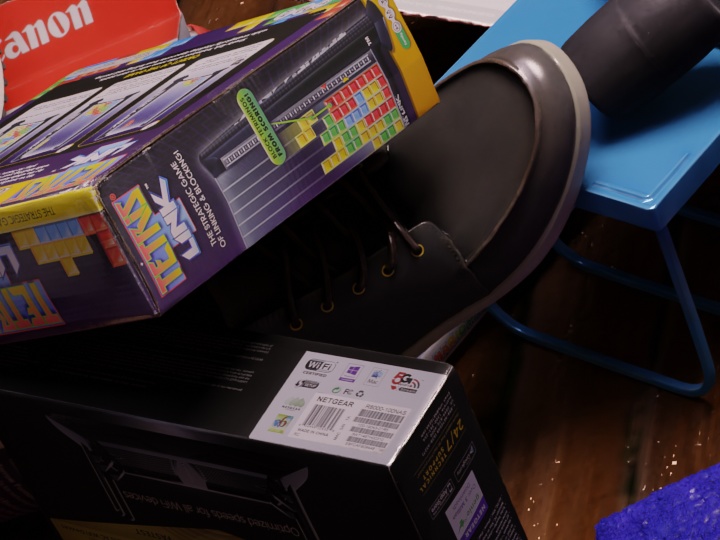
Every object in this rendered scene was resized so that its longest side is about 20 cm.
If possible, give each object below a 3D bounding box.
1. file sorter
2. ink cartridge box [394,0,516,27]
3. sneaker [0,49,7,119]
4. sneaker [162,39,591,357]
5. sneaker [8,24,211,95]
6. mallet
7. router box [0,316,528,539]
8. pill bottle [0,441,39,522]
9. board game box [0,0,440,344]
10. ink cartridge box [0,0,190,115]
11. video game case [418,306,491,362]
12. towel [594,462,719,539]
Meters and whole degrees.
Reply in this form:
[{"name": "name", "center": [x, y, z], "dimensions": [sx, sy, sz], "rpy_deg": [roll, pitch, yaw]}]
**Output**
[{"name": "file sorter", "center": [0.141, -0.063, 1.111], "dimensions": [0.138, 0.123, 0.200], "rpy_deg": [19, 55, 41]}, {"name": "ink cartridge box", "center": [0.000, -0.134, 1.224], "dimensions": [0.159, 0.048, 0.200], "rpy_deg": [8, 23, 4]}, {"name": "sneaker", "center": [-0.222, -0.135, 1.194], "dimensions": [0.070, 0.093, 0.201], "rpy_deg": [-22, 67, 24]}, {"name": "sneaker", "center": [0.002, -0.010, 1.015], "dimensions": [0.200, 0.106, 0.075], "rpy_deg": [-50, 61, 32]}, {"name": "sneaker", "center": [-0.074, -0.095, 1.271], "dimensions": [0.201, 0.108, 0.067], "rpy_deg": [-25, 38, -2]}, {"name": "mallet", "center": [0.093, -0.132, 1.077], "dimensions": [0.066, 0.041, 0.200], "rpy_deg": [-44, 33, 14]}, {"name": "router box", "center": [-0.034, 0.093, 0.994], "dimensions": [0.199, 0.158, 0.052], "rpy_deg": [9, 49, 34]}, {"name": "pill bottle", "center": [-0.156, 0.051, 1.125], "dimensions": [0.199, 0.112, 0.112], "rpy_deg": [-18, 38, 20]}, {"name": "board game box", "center": [-0.093, -0.034, 1.001], "dimensions": [0.199, 0.057, 0.165], "rpy_deg": [-9, 24, 49]}, {"name": "ink cartridge box", "center": [-0.147, -0.062, 1.201], "dimensions": [0.159, 0.201, 0.047], "rpy_deg": [-20, -6, 24]}, {"name": "video game case", "center": [0.000, 0.000, 1.189], "dimensions": [0.143, 0.018, 0.200], "rpy_deg": [19, 58, 41]}, {"name": "towel", "center": [0.173, 0.131, 0.930], "dimensions": [0.147, 0.050, 0.200], "rpy_deg": [-22, 38, 2]}]
